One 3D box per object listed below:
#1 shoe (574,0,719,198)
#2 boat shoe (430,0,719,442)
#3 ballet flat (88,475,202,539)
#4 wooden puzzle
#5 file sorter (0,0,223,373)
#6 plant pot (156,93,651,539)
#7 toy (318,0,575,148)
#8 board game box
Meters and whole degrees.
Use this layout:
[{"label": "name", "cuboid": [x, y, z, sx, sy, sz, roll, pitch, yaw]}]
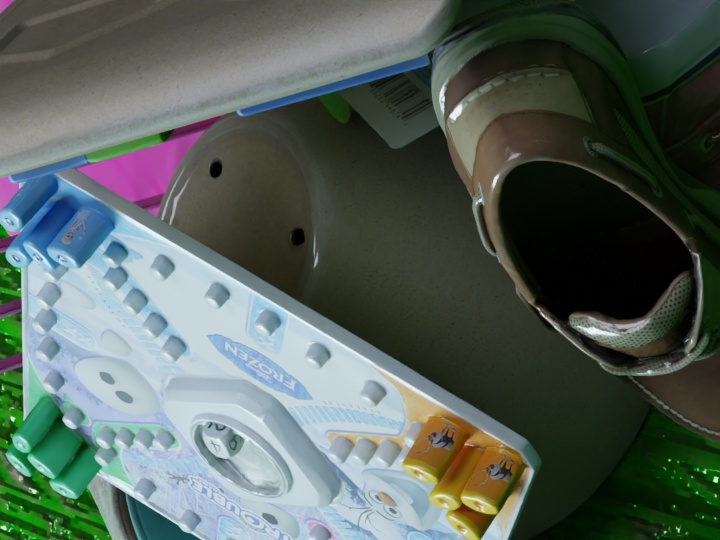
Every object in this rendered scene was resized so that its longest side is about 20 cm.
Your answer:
[{"label": "shoe", "cuboid": [0.164, -0.100, 0.766, 0.200, 0.091, 0.072, -38, 37, -2]}, {"label": "boat shoe", "cuboid": [0.083, 0.002, 0.730, 0.075, 0.200, 0.072, -27, 42, 21]}, {"label": "ballet flat", "cuboid": [-0.086, 0.093, 0.996, 0.063, 0.067, 0.201, 102, 149, -43]}, {"label": "wooden puzzle", "cuboid": [-0.038, -0.085, 0.737, 0.184, 0.047, 0.200, -15, 25, 17]}, {"label": "file sorter", "cuboid": [-0.145, -0.064, 0.921, 0.139, 0.125, 0.200, 51, 134, 19]}, {"label": "plant pot", "cuboid": [0.000, 0.000, 0.863, 0.199, 0.134, 0.202, -13, 72, 44]}, {"label": "toy", "cuboid": [0.067, -0.106, 0.825, 0.115, 0.199, 0.047, 47, 156, 41]}, {"label": "board game box", "cuboid": [-0.043, 0.067, 0.819, 0.199, 0.026, 0.200, 30, 150, 10]}]
